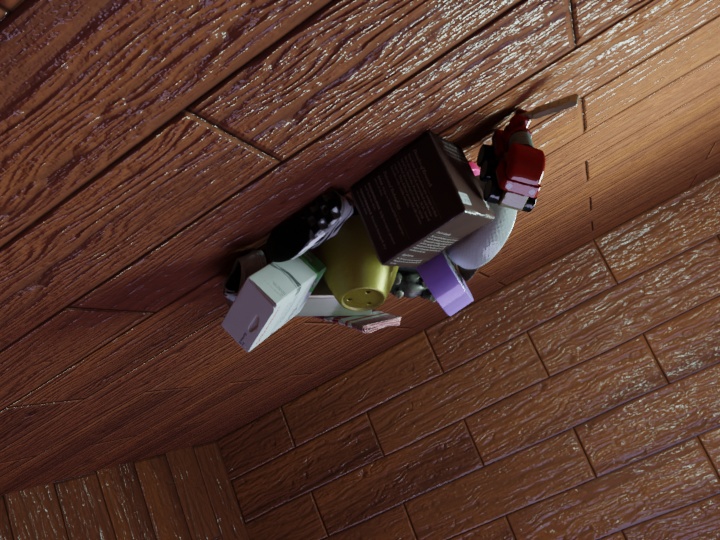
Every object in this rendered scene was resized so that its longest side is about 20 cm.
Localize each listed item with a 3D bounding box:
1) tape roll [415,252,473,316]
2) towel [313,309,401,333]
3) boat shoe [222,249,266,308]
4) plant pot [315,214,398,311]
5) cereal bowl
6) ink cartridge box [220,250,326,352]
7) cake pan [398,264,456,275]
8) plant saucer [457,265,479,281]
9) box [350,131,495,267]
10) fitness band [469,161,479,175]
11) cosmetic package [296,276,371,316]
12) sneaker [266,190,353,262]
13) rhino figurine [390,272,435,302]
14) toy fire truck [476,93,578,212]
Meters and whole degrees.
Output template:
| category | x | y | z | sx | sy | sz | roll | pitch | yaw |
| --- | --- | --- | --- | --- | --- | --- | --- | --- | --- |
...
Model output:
| category | x | y | z | sx | sy | sz | roll | pitch | yaw |
| --- | --- | --- | --- | --- | --- | --- | --- | --- | --- |
| tape roll | 0.170 | -0.004 | 1.410 | 0.065 | 0.203 | 0.200 | -33 | 164 | 11 |
| towel | -0.019 | 0.111 | 1.524 | 0.196 | 0.024 | 0.142 | 12 | -168 | 41 |
| boat shoe | -0.254 | 0.029 | 1.338 | 0.067 | 0.074 | 0.200 | -11 | 160 | -34 |
| plant pot | 0.000 | 0.000 | 1.376 | 0.193 | 0.146 | 0.202 | -4 | 150 | -2 |
| cereal bowl | 0.230 | -0.113 | 1.331 | 0.082 | 0.205 | 0.199 | 25 | 140 | -24 |
| ink cartridge box | -0.173 | 0.052 | 1.298 | 0.147 | 0.084 | 0.199 | -55 | 171 | 32 |
| cake pan | 0.145 | -0.008 | 1.607 | 0.193 | 0.038 | 0.200 | 7 | 172 | 1 |
| plant saucer | 0.260 | -0.078 | 1.437 | 0.031 | 0.205 | 0.201 | 21 | 157 | -3 |
| box | 0.119 | -0.127 | 1.231 | 0.197 | 0.168 | 0.164 | -32 | 163 | 26 |
| fitness band | 0.183 | -0.163 | 1.419 | 0.200 | 0.038 | 0.142 | -45 | 156 | 23 |
| cosmetic package | -0.071 | 0.045 | 1.487 | 0.193 | 0.105 | 0.074 | -1 | 135 | -14 |
| sneaker | -0.093 | -0.074 | 1.242 | 0.197 | 0.076 | 0.088 | -31 | 162 | 21 |
| rhino figurine | 0.094 | 0.034 | 1.573 | 0.193 | 0.062 | 0.088 | 9 | -170 | 3 |
| toy fire truck | 0.319 | -0.236 | 1.206 | 0.125 | 0.179 | 0.203 | 12 | 131 | -8 |
